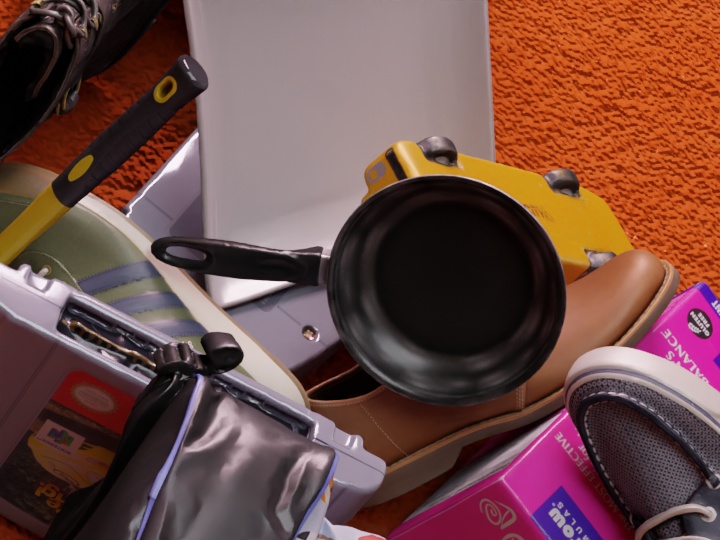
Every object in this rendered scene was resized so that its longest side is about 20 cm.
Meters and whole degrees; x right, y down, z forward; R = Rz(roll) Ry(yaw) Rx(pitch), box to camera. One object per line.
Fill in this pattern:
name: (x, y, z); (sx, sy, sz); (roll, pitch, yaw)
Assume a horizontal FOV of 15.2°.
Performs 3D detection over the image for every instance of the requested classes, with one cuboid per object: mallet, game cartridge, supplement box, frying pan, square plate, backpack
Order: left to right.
mallet: (-0.147, -0.038, 1.248); (0.041, 0.200, 0.066); (5, 43, -56)
game cartridge: (-0.104, 0.082, 1.221); (0.200, 0.133, 0.041); (28, 48, -11)
backpack: (-0.087, 0.159, 1.140); (0.154, 0.190, 0.200); (37, 52, -11)
game cartridge: (-0.042, -0.023, 1.402); (0.133, 0.040, 0.200); (37, 47, 2)
square plate: (-0.013, -0.099, 1.363); (0.200, 0.028, 0.198); (-18, 113, -38)
frying pan: (0.006, 0.016, 1.285); (0.031, 0.190, 0.115); (-55, 130, -67)
supplement box: (0.122, 0.108, 1.353); (0.101, 0.103, 0.200); (52, 49, -3)

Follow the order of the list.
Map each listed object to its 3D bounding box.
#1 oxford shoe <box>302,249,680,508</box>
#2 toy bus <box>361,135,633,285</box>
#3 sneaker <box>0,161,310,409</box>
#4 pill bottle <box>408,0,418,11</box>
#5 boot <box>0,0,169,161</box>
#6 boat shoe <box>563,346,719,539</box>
oxford shoe: (0.064, 0.038, 1.325); (0.200, 0.071, 0.071); (-30, 107, -4)
toy bus: (0.070, -0.010, 1.385); (0.200, 0.078, 0.065); (10, 47, -50)
sneaker: (-0.120, 0.037, 1.288); (0.200, 0.067, 0.090); (40, 44, -2)
pill bottle: (-0.060, -0.194, 1.445); (0.200, 0.120, 0.120); (25, 48, -6)
boot: (-0.123, -0.138, 1.309); (0.069, 0.200, 0.174); (33, 23, -2)
boat shoe: (0.160, 0.130, 1.249); (0.200, 0.075, 0.093); (45, 42, -13)
